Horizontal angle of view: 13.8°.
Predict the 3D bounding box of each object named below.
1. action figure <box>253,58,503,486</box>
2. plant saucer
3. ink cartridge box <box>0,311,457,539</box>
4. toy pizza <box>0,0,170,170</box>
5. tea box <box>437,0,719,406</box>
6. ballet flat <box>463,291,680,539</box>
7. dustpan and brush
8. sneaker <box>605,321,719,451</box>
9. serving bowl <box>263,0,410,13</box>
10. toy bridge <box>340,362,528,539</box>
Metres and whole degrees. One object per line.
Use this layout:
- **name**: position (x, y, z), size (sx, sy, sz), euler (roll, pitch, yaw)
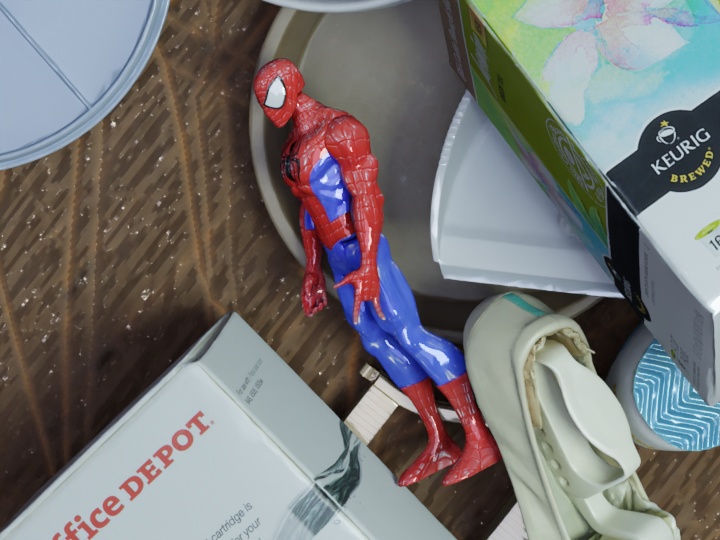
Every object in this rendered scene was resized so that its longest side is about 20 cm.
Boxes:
- **action figure**: position (0.000, 0.000, 1.313), size (0.051, 0.065, 0.201), euler (-25, 97, -23)
- **plant saucer**: position (0.049, -0.067, 1.348), size (0.199, 0.029, 0.201), euler (0, 98, 1)
- **ink cartridge box**: position (-0.047, 0.141, 1.340), size (0.147, 0.083, 0.200), euler (-42, 96, 18)
- **toy pizza**: position (-0.182, -0.144, 1.342), size (0.199, 0.032, 0.202), euler (0, 97, 2)
- **tea box**: position (0.162, -0.093, 1.199), size (0.200, 0.134, 0.197), euler (-36, 71, -5)
- **ballet flat**: position (0.102, 0.101, 1.305), size (0.069, 0.070, 0.201), euler (-23, 108, 4)
- **dustpan and brush**: position (0.109, -0.093, 1.296), size (0.139, 0.057, 0.201), euler (6, 68, 8)
- **sneaker**: position (0.189, 0.005, 1.335), size (0.200, 0.081, 0.077), euler (-36, 94, -14)
- **serving bowl**: position (0.002, -0.208, 1.298), size (0.199, 0.066, 0.201), euler (-1, 87, 20)
- **toy bridge**: position (0.079, 0.106, 1.372), size (0.200, 0.027, 0.067), euler (38, 97, -4)
